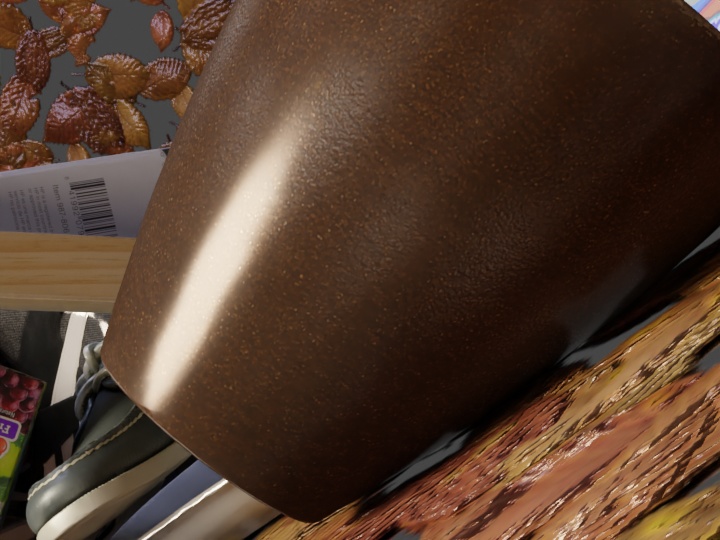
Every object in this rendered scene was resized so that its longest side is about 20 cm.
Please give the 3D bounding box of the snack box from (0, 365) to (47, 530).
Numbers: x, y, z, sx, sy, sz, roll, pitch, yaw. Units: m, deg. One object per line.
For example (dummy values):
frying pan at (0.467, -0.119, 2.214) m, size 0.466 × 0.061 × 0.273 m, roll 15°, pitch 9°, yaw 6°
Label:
snack box at (-0.185, 0.124, 0.898) m, size 0.200 × 0.053 × 0.142 m, roll 131°, pitch 155°, yaw -71°

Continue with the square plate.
square plate at (-0.018, 0.064, 0.886) m, size 0.198 × 0.028 × 0.200 m, roll -35°, pitch 3°, yaw 25°

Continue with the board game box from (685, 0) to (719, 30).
board game box at (0.146, -0.133, 0.824) m, size 0.152 × 0.045 × 0.200 m, roll -35°, pitch 39°, yaw 19°

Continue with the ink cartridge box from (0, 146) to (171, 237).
ink cartridge box at (-0.121, 0.008, 1.238) m, size 0.200 × 0.145 × 0.084 m, roll -10°, pitch -10°, yaw -24°

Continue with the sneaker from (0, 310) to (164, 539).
sneaker at (-0.152, 0.065, 1.072) m, size 0.073 × 0.112 × 0.200 m, roll -35°, pitch -24°, yaw -49°

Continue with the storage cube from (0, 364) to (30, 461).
storage cube at (-0.292, 0.071, 1.073) m, size 0.200 × 0.171 × 0.180 m, roll 10°, pitch 42°, yaw 21°

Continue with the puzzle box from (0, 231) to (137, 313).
puzzle box at (-0.075, 0.003, 0.813) m, size 0.200 × 0.025 × 0.133 m, roll 2°, pitch -4°, yaw -16°

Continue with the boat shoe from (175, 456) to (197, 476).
boat shoe at (-0.054, 0.056, 1.129) m, size 0.074 × 0.060 × 0.200 m, roll -34°, pitch 4°, yaw 33°

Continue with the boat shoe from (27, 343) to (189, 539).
boat shoe at (-0.099, 0.059, 0.888) m, size 0.073 × 0.062 × 0.200 m, roll -36°, pitch 3°, yaw 21°

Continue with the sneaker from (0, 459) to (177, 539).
sneaker at (-0.191, 0.150, 1.163) m, size 0.200 × 0.074 × 0.081 m, roll -21°, pitch -43°, yaw -21°

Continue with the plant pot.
plant pot at (0.012, -0.022, 0.692) m, size 0.200 × 0.187 × 0.187 m, roll -53°, pitch 2°, yaw 4°
